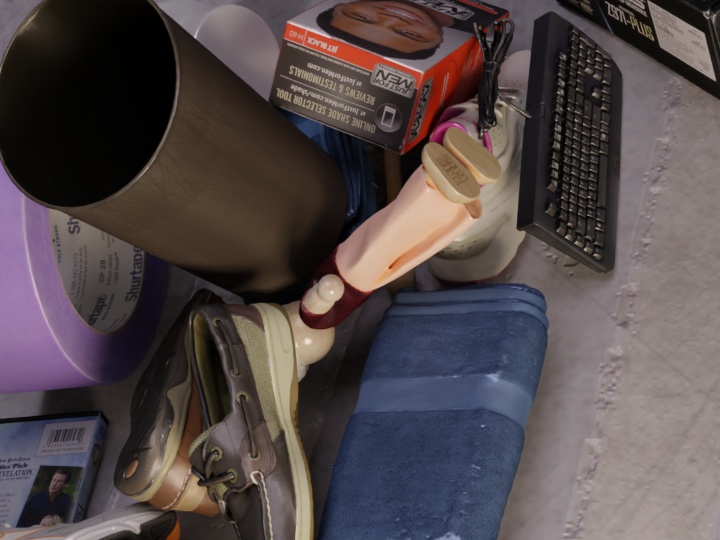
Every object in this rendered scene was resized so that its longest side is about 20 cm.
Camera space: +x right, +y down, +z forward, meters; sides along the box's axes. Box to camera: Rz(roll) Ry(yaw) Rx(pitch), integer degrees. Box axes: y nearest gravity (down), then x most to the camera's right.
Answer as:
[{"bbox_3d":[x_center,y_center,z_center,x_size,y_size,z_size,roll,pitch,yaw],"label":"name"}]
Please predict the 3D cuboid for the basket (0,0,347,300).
[{"bbox_3d":[-0.108,-0.068,1.169,0.136,0.200,0.181,-48,47,8],"label":"basket"}]

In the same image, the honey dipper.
[{"bbox_3d":[0.023,-0.062,1.303,0.038,0.038,0.201,-13,50,13],"label":"honey dipper"}]

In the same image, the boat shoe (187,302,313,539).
[{"bbox_3d":[-0.070,0.108,1.092,0.065,0.072,0.202,6,56,-20],"label":"boat shoe"}]

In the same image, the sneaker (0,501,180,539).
[{"bbox_3d":[-0.209,0.176,1.135,0.199,0.076,0.092,-22,47,-19],"label":"sneaker"}]

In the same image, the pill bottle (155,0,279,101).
[{"bbox_3d":[-0.148,-0.135,1.351,0.199,0.111,0.111,-7,43,48],"label":"pill bottle"}]

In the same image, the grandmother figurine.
[{"bbox_3d":[0.000,0.000,1.154,0.061,0.121,0.200,50,122,11],"label":"grandmother figurine"}]

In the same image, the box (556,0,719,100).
[{"bbox_3d":[0.246,-0.231,1.313,0.163,0.086,0.200,-37,45,-12],"label":"box"}]

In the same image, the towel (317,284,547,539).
[{"bbox_3d":[0.047,0.096,1.120,0.111,0.049,0.201,-3,48,26],"label":"towel"}]

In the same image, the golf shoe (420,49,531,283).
[{"bbox_3d":[0.089,-0.088,1.253,0.075,0.092,0.201,0,49,27],"label":"golf shoe"}]

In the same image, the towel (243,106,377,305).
[{"bbox_3d":[-0.045,-0.066,1.309,0.111,0.048,0.201,-31,42,22],"label":"towel"}]

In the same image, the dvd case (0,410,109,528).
[{"bbox_3d":[-0.250,0.181,1.214,0.141,0.018,0.201,-6,48,20],"label":"dvd case"}]

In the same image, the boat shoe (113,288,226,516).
[{"bbox_3d":[-0.104,0.090,1.195,0.076,0.073,0.201,-53,15,30],"label":"boat shoe"}]

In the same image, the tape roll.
[{"bbox_3d":[-0.211,-0.021,1.251,0.084,0.201,0.201,-5,48,19],"label":"tape roll"}]

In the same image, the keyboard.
[{"bbox_3d":[0.125,-0.099,1.234,0.021,0.126,0.201,-43,28,42],"label":"keyboard"}]

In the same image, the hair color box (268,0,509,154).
[{"bbox_3d":[0.024,-0.147,1.271,0.101,0.062,0.200,22,26,12],"label":"hair color box"}]
